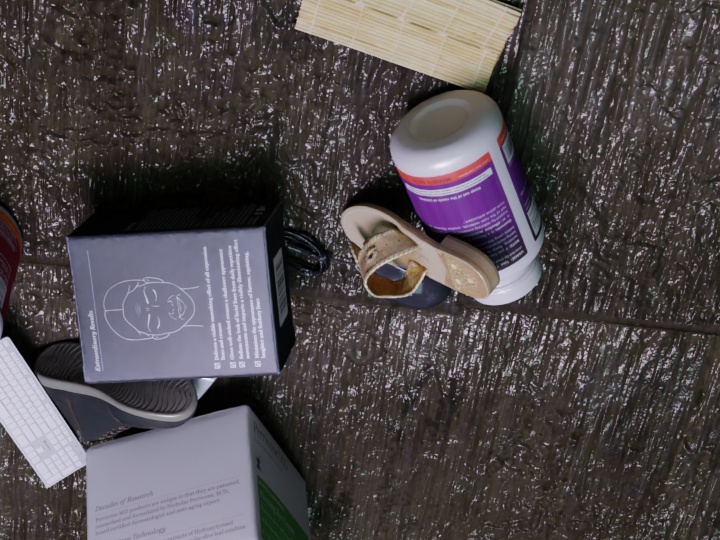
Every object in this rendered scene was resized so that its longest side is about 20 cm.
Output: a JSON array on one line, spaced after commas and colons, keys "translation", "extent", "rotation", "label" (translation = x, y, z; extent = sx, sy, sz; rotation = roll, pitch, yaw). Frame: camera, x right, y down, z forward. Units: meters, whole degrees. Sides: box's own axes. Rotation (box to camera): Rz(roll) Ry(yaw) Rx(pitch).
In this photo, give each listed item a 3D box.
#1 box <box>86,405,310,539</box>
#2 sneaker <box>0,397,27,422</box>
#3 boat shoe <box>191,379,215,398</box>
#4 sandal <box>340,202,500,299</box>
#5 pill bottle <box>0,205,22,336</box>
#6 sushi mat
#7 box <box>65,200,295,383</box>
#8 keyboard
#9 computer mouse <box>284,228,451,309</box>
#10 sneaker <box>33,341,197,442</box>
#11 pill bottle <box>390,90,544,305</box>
[{"translation": [-0.171, 0.284, 1.754], "extent": [0.198, 0.173, 0.200], "rotation": [-16, 144, 11], "label": "box"}, {"translation": [-0.426, 0.092, 1.692], "extent": [0.198, 0.076, 0.089], "rotation": [22, 120, -20], "label": "sneaker"}, {"translation": [-0.151, 0.060, 1.685], "extent": [0.062, 0.072, 0.201], "rotation": [35, 113, -5], "label": "boat shoe"}, {"translation": [0.034, -0.004, 1.548], "extent": [0.210, 0.070, 0.078], "rotation": [20, 145, 43], "label": "sandal"}, {"translation": [-0.396, 0.025, 1.560], "extent": [0.111, 0.201, 0.114], "rotation": [0, 128, 0], "label": "pill bottle"}, {"translation": [0.043, -0.233, 1.489], "extent": [0.198, 0.012, 0.096], "rotation": [18, 127, -14], "label": "sushi mat"}, {"translation": [-0.173, 0.020, 1.582], "extent": [0.197, 0.107, 0.151], "rotation": [-3, 105, 7], "label": "box"}, {"translation": [-0.353, 0.152, 1.711], "extent": [0.056, 0.011, 0.201], "rotation": [-34, 130, -12], "label": "keyboard"}, {"translation": [0.000, 0.000, 1.654], "extent": [0.197, 0.034, 0.059], "rotation": [13, 127, -10], "label": "computer mouse"}, {"translation": [-0.245, 0.141, 1.712], "extent": [0.198, 0.075, 0.107], "rotation": [14, 142, 28], "label": "sneaker"}, {"translation": [0.109, -0.066, 1.556], "extent": [0.111, 0.113, 0.201], "rotation": [-17, 126, 12], "label": "pill bottle"}]
